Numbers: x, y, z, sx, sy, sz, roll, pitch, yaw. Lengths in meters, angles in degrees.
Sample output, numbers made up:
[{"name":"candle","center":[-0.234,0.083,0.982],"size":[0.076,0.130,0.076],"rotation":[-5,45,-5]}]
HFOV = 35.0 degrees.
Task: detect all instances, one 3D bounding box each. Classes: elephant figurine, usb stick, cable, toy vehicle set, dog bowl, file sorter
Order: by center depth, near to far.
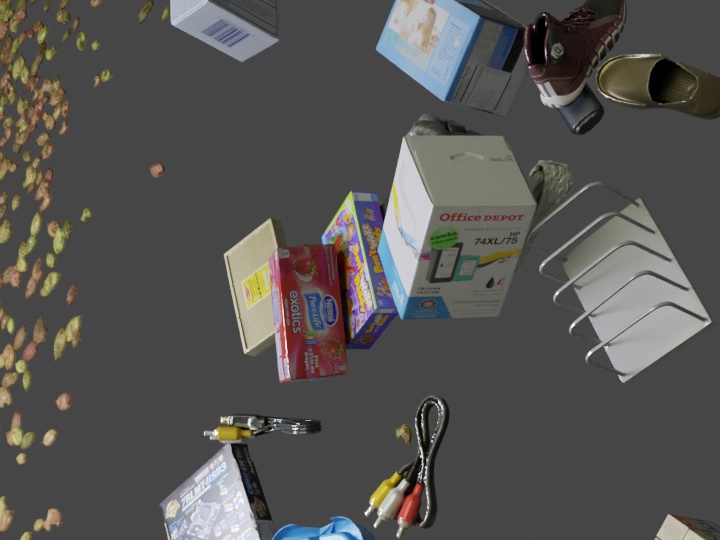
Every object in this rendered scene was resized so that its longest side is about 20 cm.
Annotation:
[{"name":"file sorter","center":[0.315,0.013,1.427],"size":[0.139,0.124,0.201],"rotation":[-40,53,27]},{"name":"cable","center":[0.081,0.277,1.599],"size":[0.097,0.050,0.201],"rotation":[25,94,39]},{"name":"usb stick","center":[0.281,-0.273,1.614],"size":[0.055,0.032,0.201],"rotation":[-43,51,25]},{"name":"elephant figurine","center":[0.108,-0.115,1.677],"size":[0.141,0.155,0.201],"rotation":[24,108,2]},{"name":"dog bowl","center":[-0.053,0.428,1.685],"size":[0.199,0.049,0.112],"rotation":[-20,64,38]},{"name":"cable","center":[-0.145,0.256,1.822],"size":[0.198,0.097,0.051],"rotation":[2,88,23]},{"name":"toy vehicle set","center":[-0.165,0.027,1.932],"size":[0.124,0.026,0.201],"rotation":[-34,56,30]}]

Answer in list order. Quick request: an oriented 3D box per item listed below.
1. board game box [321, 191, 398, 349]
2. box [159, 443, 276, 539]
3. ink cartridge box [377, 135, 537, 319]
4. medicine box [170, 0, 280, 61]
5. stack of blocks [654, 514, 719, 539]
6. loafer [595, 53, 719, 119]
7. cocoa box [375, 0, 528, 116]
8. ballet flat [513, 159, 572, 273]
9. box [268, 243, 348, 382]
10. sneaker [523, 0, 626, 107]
[{"name":"board game box","center":[0.000,0.000,1.740],"size":[0.135,0.044,0.201],"rotation":[126,139,-52]},{"name":"box","center":[-0.231,0.416,1.853],"size":[0.200,0.049,0.199],"rotation":[-42,51,25]},{"name":"ink cartridge box","center":[0.123,-0.058,1.511],"size":[0.147,0.145,0.201],"rotation":[-107,22,-45]},{"name":"medicine box","center":[-0.246,-0.515,2.074],"size":[0.102,0.181,0.202],"rotation":[-22,62,35]},{"name":"stack of blocks","center":[0.421,0.345,1.228],"size":[0.200,0.115,0.059],"rotation":[33,99,43]},{"name":"loafer","center":[0.384,-0.248,1.486],"size":[0.199,0.067,0.077],"rotation":[18,89,44]},{"name":"cocoa box","center":[0.140,-0.332,1.669],"size":[0.200,0.130,0.134],"rotation":[46,121,45]},{"name":"ballet flat","center":[0.216,-0.071,1.588],"size":[0.072,0.071,0.201],"rotation":[44,108,41]},{"name":"box","center":[-0.082,0.067,1.747],"size":[0.100,0.095,0.202],"rotation":[145,120,-74]},{"name":"sneaker","center":[0.286,-0.329,1.543],"size":[0.075,0.115,0.201],"rotation":[10,65,46]}]
